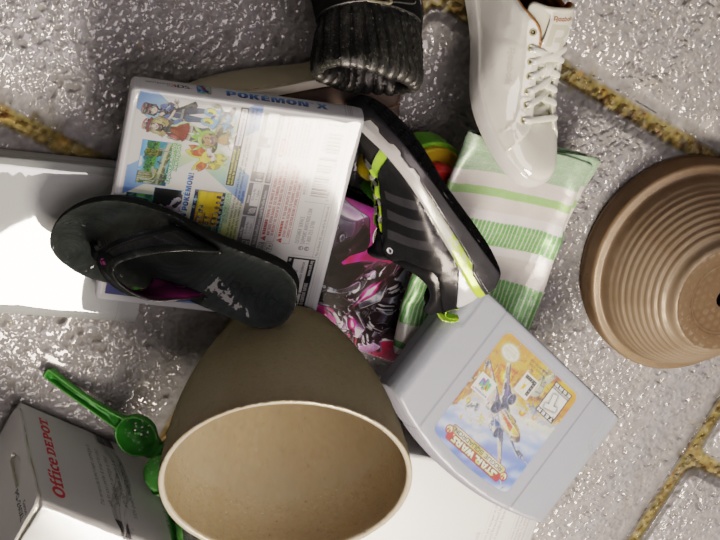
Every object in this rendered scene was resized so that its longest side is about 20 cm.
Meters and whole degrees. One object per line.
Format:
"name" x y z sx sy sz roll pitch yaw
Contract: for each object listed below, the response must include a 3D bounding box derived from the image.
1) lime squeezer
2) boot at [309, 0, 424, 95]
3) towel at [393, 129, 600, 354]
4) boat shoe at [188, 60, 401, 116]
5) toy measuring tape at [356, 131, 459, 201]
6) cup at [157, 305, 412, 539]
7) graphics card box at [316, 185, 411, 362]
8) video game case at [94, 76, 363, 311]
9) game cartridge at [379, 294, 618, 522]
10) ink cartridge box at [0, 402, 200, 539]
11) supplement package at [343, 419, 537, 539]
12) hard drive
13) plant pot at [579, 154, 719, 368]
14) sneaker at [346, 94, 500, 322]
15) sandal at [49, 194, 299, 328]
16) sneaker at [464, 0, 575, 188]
"lime squeezer" -0.180 0.152 1.664 0.038 0.200 0.071 -43 157 9
"boot" -0.035 -0.225 1.547 0.209 0.079 0.159 11 83 -26
"towel" 0.112 -0.015 1.710 0.152 0.023 0.201 7 113 -39
"boat shoe" -0.058 -0.133 1.622 0.198 0.072 0.060 -13 115 -22
"toy measuring tape" 0.082 -0.069 1.708 0.199 0.074 0.074 19 105 -32
"cup" -0.061 0.113 1.625 0.198 0.144 0.201 -2 138 -2
"graphics card box" 0.000 0.000 1.715 0.199 0.051 0.126 21 105 -27
"video game case" -0.105 -0.052 1.593 0.180 0.022 0.201 7 125 -12
"game cartridge" 0.115 0.117 1.705 0.200 0.041 0.134 42 78 -24
"ink cartridge box" -0.210 0.211 1.673 0.199 0.146 0.084 26 109 -28
"supplement package" 0.046 0.191 1.781 0.198 0.117 0.118 11 109 -26
"hard drive" -0.264 -0.029 1.614 0.198 0.026 0.133 5 111 -24
"plant pot" 0.304 0.006 1.812 0.199 0.093 0.203 -8 115 -17
"sneaker" 0.033 -0.042 1.615 0.082 0.072 0.201 -32 105 11
"sandal" -0.145 -0.005 1.563 0.199 0.048 0.076 16 116 1
"sneaker" 0.134 -0.168 1.624 0.072 0.084 0.202 -12 92 -43
